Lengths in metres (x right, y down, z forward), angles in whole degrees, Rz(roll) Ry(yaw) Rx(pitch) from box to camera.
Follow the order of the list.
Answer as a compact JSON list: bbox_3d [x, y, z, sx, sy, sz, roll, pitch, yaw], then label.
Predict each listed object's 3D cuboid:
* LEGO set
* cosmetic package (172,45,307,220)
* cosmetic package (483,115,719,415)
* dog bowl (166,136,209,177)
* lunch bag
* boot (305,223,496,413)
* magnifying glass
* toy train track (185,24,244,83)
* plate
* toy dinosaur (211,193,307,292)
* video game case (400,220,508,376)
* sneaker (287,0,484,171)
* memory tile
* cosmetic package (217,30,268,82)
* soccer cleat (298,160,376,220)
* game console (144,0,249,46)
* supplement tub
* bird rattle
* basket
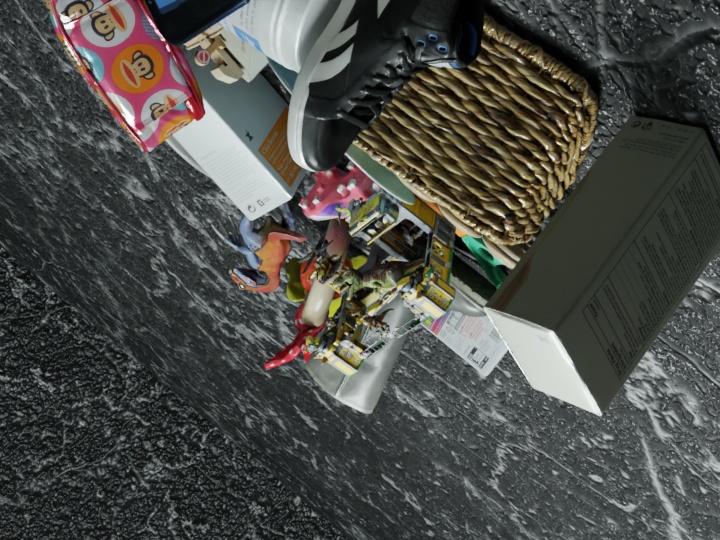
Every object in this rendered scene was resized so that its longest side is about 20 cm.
[{"bbox_3d":[0.000,0.000,1.279,0.116,0.155,0.200,36,139,-22],"label":"LEGO set"},{"bbox_3d":[-0.141,-0.165,1.374,0.071,0.102,0.200,-25,117,39],"label":"cosmetic package"},{"bbox_3d":[0.189,-0.007,0.954,0.071,0.200,0.105,19,152,46],"label":"cosmetic package"},{"bbox_3d":[-0.185,-0.181,1.516,0.200,0.059,0.200,36,160,15],"label":"dog bowl"},{"bbox_3d":[-0.221,-0.216,1.117,0.176,0.082,0.201,52,173,49],"label":"lunch bag"},{"bbox_3d":[0.042,0.068,1.386,0.181,0.201,0.072,36,-165,33],"label":"boot"},{"bbox_3d":[0.125,-0.025,1.316,0.200,0.022,0.080,45,161,-7],"label":"magnifying glass"},{"bbox_3d":[-0.187,-0.246,1.190,0.200,0.033,0.115,49,160,-17],"label":"toy train track"},{"bbox_3d":[-0.011,-0.143,1.214,0.200,0.026,0.200,44,-168,-12],"label":"plate"},{"bbox_3d":[-0.120,-0.022,1.538,0.201,0.104,0.183,-106,10,-51],"label":"toy dinosaur"},{"bbox_3d":[0.100,0.035,1.496,0.182,0.023,0.200,39,162,7],"label":"video game case"},{"bbox_3d":[0.024,-0.153,0.974,0.112,0.201,0.073,31,-167,32],"label":"sneaker"},{"bbox_3d":[0.117,-0.040,1.184,0.200,0.017,0.153,39,-166,2],"label":"memory tile"},{"bbox_3d":[-0.157,-0.282,1.218,0.200,0.073,0.104,39,161,8],"label":"cosmetic package"},{"bbox_3d":[-0.007,-0.078,1.396,0.076,0.067,0.200,32,165,-17],"label":"soccer cleat"},{"bbox_3d":[-0.157,-0.272,0.931,0.201,0.118,0.171,64,-167,-6],"label":"game console"},{"bbox_3d":[-0.087,-0.259,1.042,0.199,0.132,0.132,36,161,19],"label":"supplement tub"},{"bbox_3d":[-0.054,0.023,1.523,0.112,0.200,0.164,21,127,4],"label":"bird rattle"},{"bbox_3d":[0.094,-0.134,1.072,0.199,0.150,0.143,35,-166,17],"label":"basket"}]
